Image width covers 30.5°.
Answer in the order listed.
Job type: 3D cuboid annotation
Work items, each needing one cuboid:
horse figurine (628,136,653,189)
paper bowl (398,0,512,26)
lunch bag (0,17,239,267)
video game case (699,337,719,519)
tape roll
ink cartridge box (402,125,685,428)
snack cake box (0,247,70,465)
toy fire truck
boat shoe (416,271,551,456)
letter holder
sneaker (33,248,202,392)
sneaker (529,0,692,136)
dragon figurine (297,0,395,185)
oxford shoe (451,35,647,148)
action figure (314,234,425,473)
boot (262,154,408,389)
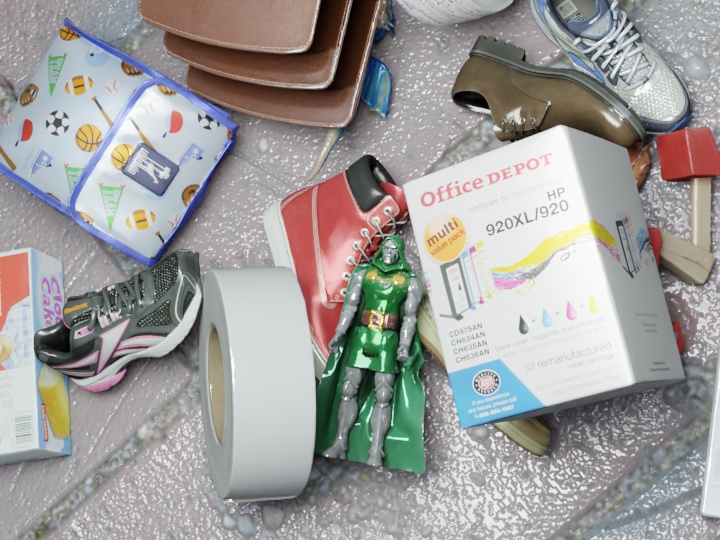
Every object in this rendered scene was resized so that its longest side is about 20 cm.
[{"bbox_3d":[0.183,-0.034,1.181,0.132,0.050,0.200,10,72,0],"label":"horse figurine"},{"bbox_3d":[0.091,-0.327,1.180,0.104,0.201,0.201,-10,75,33],"label":"paper bowl"},{"bbox_3d":[-0.237,-0.121,1.283,0.200,0.124,0.170,33,91,14],"label":"lunch bag"},{"bbox_3d":[0.389,0.121,1.110,0.182,0.024,0.200,7,79,16],"label":"video game case"},{"bbox_3d":[-0.093,0.098,1.151,0.071,0.202,0.203,-3,75,-15],"label":"tape roll"},{"bbox_3d":[0.145,0.008,1.043,0.147,0.145,0.200,-18,79,27],"label":"ink cartridge box"},{"bbox_3d":[-0.355,0.087,1.297,0.115,0.067,0.200,-10,75,15],"label":"snack cake box"},{"bbox_3d":[0.258,-0.015,1.147,0.141,0.049,0.200,-12,92,-22],"label":"toy fire truck"},{"bbox_3d":[0.107,0.077,1.170,0.063,0.073,0.200,-42,70,6],"label":"boat shoe"},{"bbox_3d":[-0.099,-0.214,1.200,0.200,0.101,0.142,17,97,31],"label":"letter holder"},{"bbox_3d":[-0.228,0.046,1.220,0.200,0.086,0.080,-40,46,27],"label":"sneaker"},{"bbox_3d":[0.219,-0.202,1.195,0.077,0.085,0.200,-42,71,3],"label":"sneaker"},{"bbox_3d":[-0.008,-0.177,1.259,0.059,0.099,0.200,2,87,30],"label":"dragon figurine"},{"bbox_3d":[0.166,-0.140,1.191,0.200,0.073,0.084,27,78,39],"label":"oxford shoe"},{"bbox_3d":[0.012,0.067,1.149,0.118,0.055,0.200,8,83,12],"label":"action figure"},{"bbox_3d":[0.000,0.000,1.203,0.144,0.072,0.200,-26,69,24],"label":"boot"}]
